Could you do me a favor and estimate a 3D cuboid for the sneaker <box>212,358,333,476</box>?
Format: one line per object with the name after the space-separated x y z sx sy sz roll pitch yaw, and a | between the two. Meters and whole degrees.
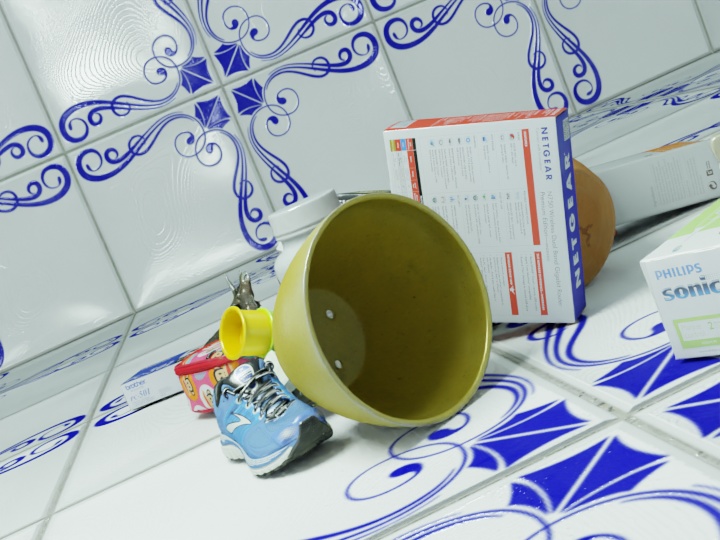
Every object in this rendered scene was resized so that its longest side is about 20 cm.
-0.096 0.135 1.008 0.078 0.090 0.199 -27 11 -28 | sneaker

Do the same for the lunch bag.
-0.129 0.110 1.343 0.199 0.083 0.175 -26 4 -36 | lunch bag

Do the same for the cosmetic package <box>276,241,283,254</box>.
0.000 0.000 1.305 0.198 0.083 0.051 19 68 29 | cosmetic package

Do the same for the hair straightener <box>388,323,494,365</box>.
0.080 0.069 1.106 0.076 0.041 0.200 -18 10 35 | hair straightener

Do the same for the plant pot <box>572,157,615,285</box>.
0.181 -0.055 1.162 0.198 0.203 0.140 -26 24 -20 | plant pot

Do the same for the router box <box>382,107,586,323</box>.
0.123 -0.050 1.052 0.177 0.203 0.049 0 17 26 | router box

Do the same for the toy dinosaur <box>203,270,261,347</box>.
-0.178 0.105 1.481 0.102 0.077 0.202 15 72 48 | toy dinosaur

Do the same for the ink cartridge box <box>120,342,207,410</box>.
-0.249 0.143 1.584 0.198 0.045 0.094 -22 6 11 | ink cartridge box

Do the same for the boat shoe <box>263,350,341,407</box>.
-0.072 0.121 1.143 0.059 0.073 0.202 16 -18 -15 | boat shoe

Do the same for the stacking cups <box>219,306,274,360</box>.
-0.068 0.076 1.255 0.198 0.062 0.060 5 -11 -38 | stacking cups

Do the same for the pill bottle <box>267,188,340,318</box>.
-0.030 0.018 1.185 0.109 0.203 0.111 -21 8 3 | pill bottle

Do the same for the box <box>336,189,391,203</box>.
0.071 -0.080 1.353 0.197 0.047 0.159 -1 6 16 | box

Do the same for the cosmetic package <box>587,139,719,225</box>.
0.334 -0.103 1.323 0.197 0.072 0.101 -16 7 -3 | cosmetic package

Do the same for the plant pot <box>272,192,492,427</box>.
-0.001 0.050 0.955 0.199 0.202 0.141 -29 1 -38 | plant pot

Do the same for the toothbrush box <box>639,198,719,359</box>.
0.328 -0.019 0.798 0.199 0.087 0.145 -29 10 -40 | toothbrush box

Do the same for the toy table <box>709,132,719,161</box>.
0.414 -0.094 0.944 0.197 0.119 0.184 -22 8 5 | toy table
